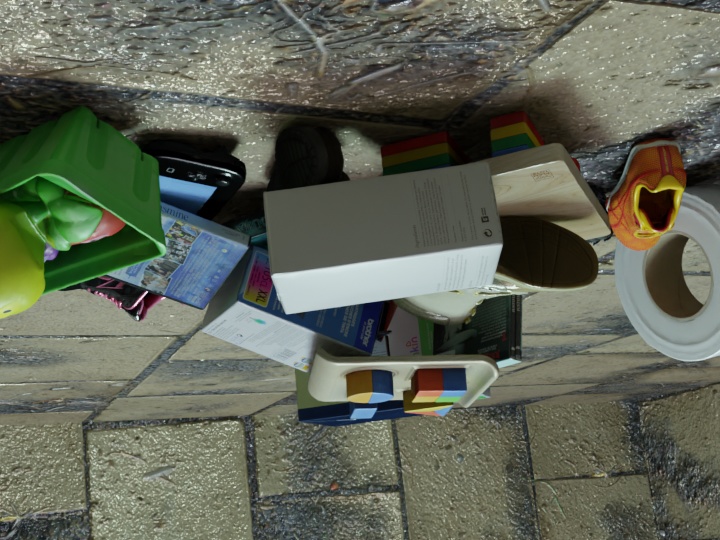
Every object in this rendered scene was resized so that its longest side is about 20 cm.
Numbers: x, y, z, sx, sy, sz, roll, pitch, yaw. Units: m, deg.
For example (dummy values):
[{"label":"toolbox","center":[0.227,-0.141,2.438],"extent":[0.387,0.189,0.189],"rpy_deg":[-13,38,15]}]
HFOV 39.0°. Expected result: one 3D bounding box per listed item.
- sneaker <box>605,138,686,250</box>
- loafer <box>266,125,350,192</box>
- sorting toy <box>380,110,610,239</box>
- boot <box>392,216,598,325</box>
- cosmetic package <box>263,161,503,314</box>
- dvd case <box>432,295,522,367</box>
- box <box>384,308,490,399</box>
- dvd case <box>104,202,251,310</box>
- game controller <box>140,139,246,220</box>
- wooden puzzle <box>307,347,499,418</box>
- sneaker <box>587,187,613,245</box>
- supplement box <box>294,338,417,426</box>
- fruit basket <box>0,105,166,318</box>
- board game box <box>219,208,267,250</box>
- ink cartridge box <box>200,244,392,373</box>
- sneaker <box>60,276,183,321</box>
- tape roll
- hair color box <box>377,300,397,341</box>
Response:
[{"label":"sneaker","center":[0.308,-0.064,1.102],"extent":[0.073,0.078,0.200],"rpy_deg":[-4,155,8]},{"label":"loafer","center":[-0.044,-0.090,0.977],"extent":[0.071,0.073,0.200],"rpy_deg":[-13,171,-16]},{"label":"sorting toy","center":[0.128,-0.080,1.018],"extent":[0.199,0.070,0.199],"rpy_deg":[-12,157,23]},{"label":"boot","center":[0.132,0.008,1.047],"extent":[0.199,0.072,0.155],"rpy_deg":[4,157,0]},{"label":"cosmetic package","center":[0.019,-0.026,0.908],"extent":[0.199,0.085,0.108],"rpy_deg":[-6,160,-2]},{"label":"dvd case","center":[0.136,0.022,1.192],"extent":[0.022,0.201,0.146],"rpy_deg":[16,156,-29]},{"label":"box","center":[0.101,0.075,1.393],"extent":[0.096,0.201,0.176],"rpy_deg":[-11,164,19]},{"label":"dvd case","center":[-0.228,-0.029,1.037],"extent":[0.199,0.018,0.143],"rpy_deg":[21,143,-18]},{"label":"game controller","center":[-0.186,-0.078,1.008],"extent":[0.104,0.042,0.200],"rpy_deg":[1,164,-24]},{"label":"wooden puzzle","center":[0.042,0.135,1.155],"extent":[0.199,0.047,0.185],"rpy_deg":[4,160,-5]},{"label":"sneaker","center":[0.269,-0.045,1.237],"extent":[0.099,0.071,0.200],"rpy_deg":[-6,163,26]},{"label":"supplement box","center":[0.012,0.125,1.554],"extent":[0.199,0.201,0.134],"rpy_deg":[-10,165,20]},{"label":"fruit basket","center":[-0.283,-0.021,0.858],"extent":[0.215,0.217,0.155],"rpy_deg":[-15,143,35]},{"label":"board game box","center":[-0.135,-0.024,1.175],"extent":[0.135,0.028,0.200],"rpy_deg":[-19,171,5]},{"label":"ink cartridge box","center":[-0.065,0.058,1.164],"extent":[0.199,0.077,0.136],"rpy_deg":[25,154,-18]},{"label":"sneaker","center":[-0.291,0.016,1.239],"extent":[0.199,0.096,0.079],"rpy_deg":[-7,168,14]},{"label":"tape roll","center":[0.392,0.001,1.184],"extent":[0.070,0.204,0.202],"rpy_deg":[-9,170,-30]},{"label":"hair color box","center":[0.000,0.000,1.177],"extent":[0.101,0.061,0.200],"rpy_deg":[22,151,8]}]
